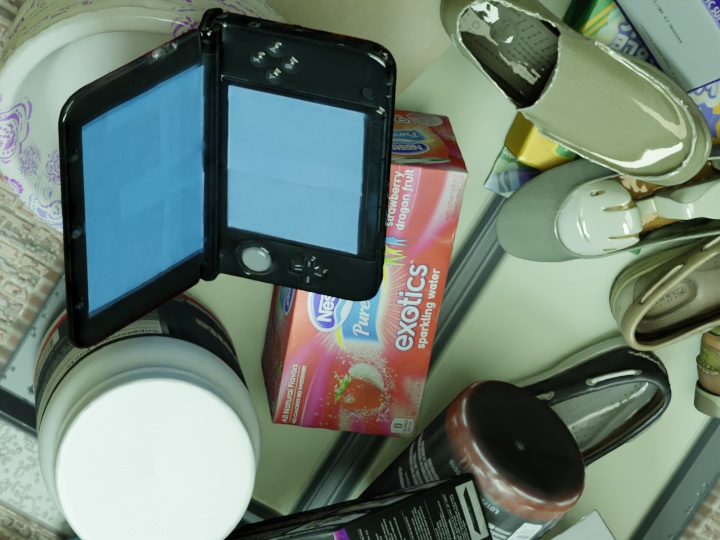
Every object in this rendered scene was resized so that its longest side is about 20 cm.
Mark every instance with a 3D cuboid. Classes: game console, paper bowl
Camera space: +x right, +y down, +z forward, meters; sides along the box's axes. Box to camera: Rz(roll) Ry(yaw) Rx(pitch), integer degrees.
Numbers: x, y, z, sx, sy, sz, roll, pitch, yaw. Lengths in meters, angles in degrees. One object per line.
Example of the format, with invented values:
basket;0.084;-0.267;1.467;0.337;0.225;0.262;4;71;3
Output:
game console;-0.077;-0.040;1.516;0.172;0.119;0.200;12;134;9
paper bowl;-0.129;-0.111;1.611;0.200;0.105;0.201;2;132;2

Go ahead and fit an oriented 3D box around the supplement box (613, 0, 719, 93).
supplement box;0.268;-0.212;1.630;0.200;0.103;0.101;-37;96;-19

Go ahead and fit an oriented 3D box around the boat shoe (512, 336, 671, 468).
boat shoe;0.123;0.116;1.757;0.200;0.060;0.074;-26;114;2

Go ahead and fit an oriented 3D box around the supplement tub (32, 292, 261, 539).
supplement tub;-0.138;0.096;1.640;0.140;0.200;0.141;-2;106;-8

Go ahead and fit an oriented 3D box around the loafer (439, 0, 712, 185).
loafer;0.131;-0.116;1.620;0.200;0.068;0.076;33;111;4

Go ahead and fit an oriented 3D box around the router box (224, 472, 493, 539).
router box;-0.040;0.184;1.612;0.200;0.149;0.051;-17;89;39

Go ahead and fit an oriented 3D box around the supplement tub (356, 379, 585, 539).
supplement tub;0.053;0.169;1.700;0.107;0.107;0.200;32;126;-16

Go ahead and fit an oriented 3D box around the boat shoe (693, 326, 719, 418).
boat shoe;0.332;0.068;1.772;0.199;0.072;0.068;1;107;-9

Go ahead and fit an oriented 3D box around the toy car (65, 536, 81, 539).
toy car;-0.238;0.291;1.680;0.184;0.200;0.177;-15;107;-5

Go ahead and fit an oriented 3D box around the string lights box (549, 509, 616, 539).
string lights box;0.141;0.229;1.726;0.103;0.200;0.059;-32;70;1

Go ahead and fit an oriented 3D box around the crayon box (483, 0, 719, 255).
crayon box;0.183;-0.115;1.708;0.125;0.052;0.200;23;101;-14

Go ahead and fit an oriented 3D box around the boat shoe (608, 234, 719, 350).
boat shoe;0.266;-0.002;1.735;0.200;0.065;0.071;-31;111;8

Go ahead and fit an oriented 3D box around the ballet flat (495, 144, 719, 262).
ballet flat;0.188;-0.045;1.668;0.199;0.064;0.068;-12;107;-5

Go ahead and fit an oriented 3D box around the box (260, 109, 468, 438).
box;0.000;0.000;1.672;0.099;0.096;0.200;7;116;-10

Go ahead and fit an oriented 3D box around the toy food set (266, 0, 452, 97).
toy food set;0.011;-0.206;1.660;0.200;0.060;0.143;-44;118;7
